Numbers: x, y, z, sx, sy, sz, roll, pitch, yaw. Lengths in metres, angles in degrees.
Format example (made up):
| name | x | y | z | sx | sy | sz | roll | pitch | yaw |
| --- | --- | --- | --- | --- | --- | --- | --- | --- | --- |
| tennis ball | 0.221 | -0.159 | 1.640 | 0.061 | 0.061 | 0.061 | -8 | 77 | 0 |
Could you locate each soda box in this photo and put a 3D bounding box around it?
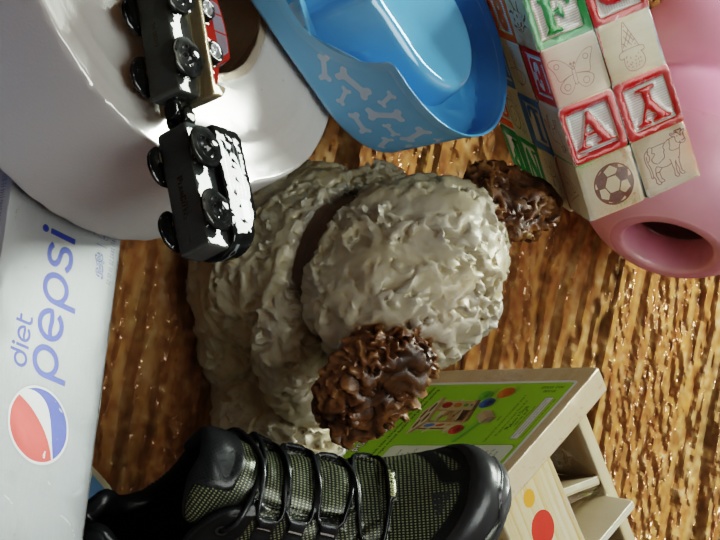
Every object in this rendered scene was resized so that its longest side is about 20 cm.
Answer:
| name | x | y | z | sx | sy | sz | roll | pitch | yaw |
| --- | --- | --- | --- | --- | --- | --- | --- | --- | --- |
| soda box | -0.154 | 0.038 | 1.052 | 0.068 | 0.063 | 0.201 | 27 | 58 | -42 |

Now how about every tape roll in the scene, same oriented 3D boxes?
| name | x | y | z | sx | sy | sz | roll | pitch | yaw |
| --- | --- | --- | --- | --- | --- | --- | --- | --- | --- |
| tape roll | -0.101 | -0.119 | 1.078 | 0.202 | 0.071 | 0.203 | 31 | 46 | -39 |

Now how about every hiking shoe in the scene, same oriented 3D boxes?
| name | x | y | z | sx | sy | sz | roll | pitch | yaw |
| --- | --- | --- | --- | --- | --- | --- | --- | --- | --- |
| hiking shoe | -0.035 | 0.110 | 1.068 | 0.101 | 0.199 | 0.076 | 66 | 10 | -47 |

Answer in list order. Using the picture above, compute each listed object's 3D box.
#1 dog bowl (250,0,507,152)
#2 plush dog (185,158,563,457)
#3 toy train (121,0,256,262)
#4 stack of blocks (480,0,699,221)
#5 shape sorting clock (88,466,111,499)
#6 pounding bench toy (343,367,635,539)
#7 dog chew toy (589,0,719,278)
| name | x | y | z | sx | sy | sz | roll | pitch | yaw |
| --- | --- | --- | --- | --- | --- | --- | --- | --- | --- |
| dog bowl | -0.009 | -0.139 | 1.108 | 0.200 | 0.049 | 0.112 | 55 | 33 | -18 |
| plush dog | 0.000 | 0.000 | 1.154 | 0.161 | 0.171 | 0.200 | 52 | 58 | -30 |
| toy train | -0.073 | -0.097 | 1.009 | 0.046 | 0.034 | 0.201 | 15 | 58 | -52 |
| stack of blocks | 0.090 | -0.107 | 1.219 | 0.058 | 0.200 | 0.116 | -23 | 109 | -9 |
| shape sorting clock | -0.167 | 0.170 | 1.088 | 0.199 | 0.039 | 0.201 | -1 | 91 | -43 |
| pounding bench toy | 0.048 | 0.168 | 1.221 | 0.200 | 0.124 | 0.157 | -44 | 119 | -42 |
| dog chew toy | 0.194 | -0.098 | 1.381 | 0.124 | 0.124 | 0.201 | 38 | 57 | -37 |
